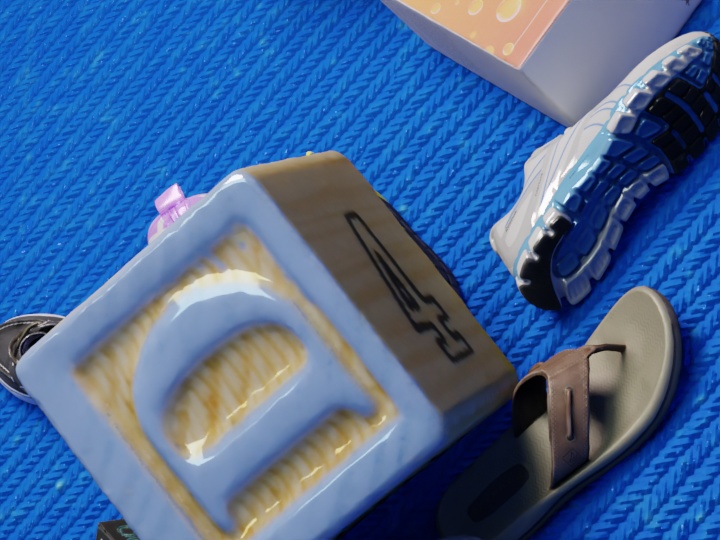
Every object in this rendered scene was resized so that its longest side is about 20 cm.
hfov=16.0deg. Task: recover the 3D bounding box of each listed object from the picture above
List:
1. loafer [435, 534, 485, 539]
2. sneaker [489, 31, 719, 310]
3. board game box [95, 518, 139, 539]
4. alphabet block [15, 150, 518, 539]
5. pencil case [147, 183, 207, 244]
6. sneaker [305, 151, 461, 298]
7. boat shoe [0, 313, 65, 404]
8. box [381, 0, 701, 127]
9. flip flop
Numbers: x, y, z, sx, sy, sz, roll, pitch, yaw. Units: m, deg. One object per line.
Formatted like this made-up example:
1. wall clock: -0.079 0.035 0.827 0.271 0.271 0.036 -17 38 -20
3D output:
1. loafer: -0.001 0.221 1.530 0.199 0.075 0.070 -27 43 25
2. sneaker: 0.149 -0.076 1.606 0.200 0.075 0.087 -49 36 3
3. board game box: -0.118 0.262 1.590 0.200 0.028 0.136 40 127 48
4. alphabet block: -0.049 0.063 1.520 0.195 0.200 0.197 -38 85 15
5. pencil case: -0.087 0.033 1.727 0.084 0.085 0.200 -41 42 13
6. sneaker: 0.000 0.000 1.687 0.082 0.074 0.200 -51 36 8
7. boat shoe: -0.217 0.066 1.833 0.199 0.066 0.070 24 80 47
8. box: 0.109 -0.191 1.697 0.125 0.097 0.200 -53 42 -1
9. flip flop: 0.114 0.090 1.530 0.200 0.058 0.081 -44 42 9
